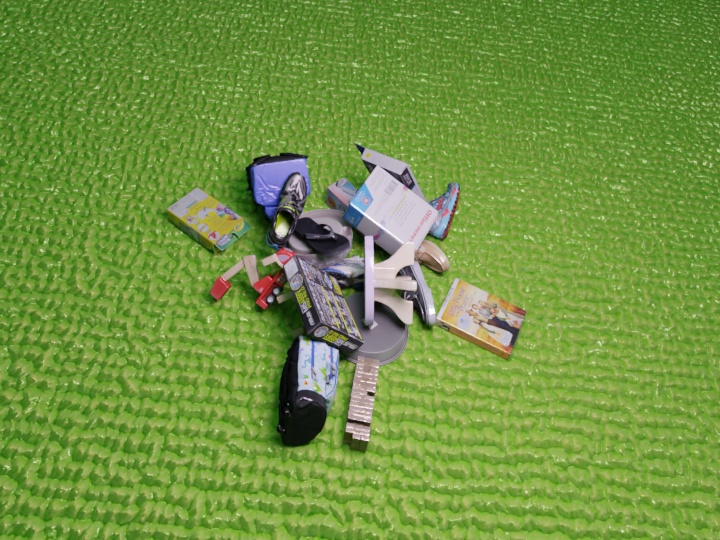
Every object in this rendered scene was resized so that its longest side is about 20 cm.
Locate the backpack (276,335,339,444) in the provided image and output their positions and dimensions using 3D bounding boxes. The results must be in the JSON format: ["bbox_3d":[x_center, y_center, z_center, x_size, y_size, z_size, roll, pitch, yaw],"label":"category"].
[{"bbox_3d":[-0.111,0.237,1.355,0.150,0.165,0.202,0,44,-20],"label":"backpack"}]

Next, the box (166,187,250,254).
[{"bbox_3d":[-0.390,-0.125,1.658,0.198,0.049,0.117,33,54,20],"label":"box"}]

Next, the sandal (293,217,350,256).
[{"bbox_3d":[-0.104,-0.088,1.546,0.076,0.044,0.198,-34,42,-28],"label":"sandal"}]

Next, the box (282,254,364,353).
[{"bbox_3d":[-0.083,0.076,1.433,0.044,0.159,0.202,-38,51,16],"label":"box"}]

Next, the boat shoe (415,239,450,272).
[{"bbox_3d":[0.144,-0.046,1.669,0.199,0.072,0.064,34,59,30],"label":"boat shoe"}]

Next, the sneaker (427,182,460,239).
[{"bbox_3d":[0.219,-0.181,1.778,0.094,0.080,0.202,17,51,8],"label":"sneaker"}]

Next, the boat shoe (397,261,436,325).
[{"bbox_3d":[0.133,0.061,1.586,0.069,0.073,0.202,-12,44,-7],"label":"boat shoe"}]

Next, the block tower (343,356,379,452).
[{"bbox_3d":[0.003,0.282,1.389,0.053,0.058,0.203,10,50,-1],"label":"block tower"}]

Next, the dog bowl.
[{"bbox_3d":[-0.110,-0.076,1.619,0.195,0.060,0.202,-8,36,6],"label":"dog bowl"}]

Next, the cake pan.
[{"bbox_3d":[0.021,0.131,1.524,0.195,0.037,0.203,4,52,-5],"label":"cake pan"}]

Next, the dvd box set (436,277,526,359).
[{"bbox_3d":[0.298,0.115,1.584,0.197,0.030,0.147,26,52,11],"label":"dvd box set"}]

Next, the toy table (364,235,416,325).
[{"bbox_3d":[0.065,0.025,1.474,0.114,0.205,0.184,1,15,-1],"label":"toy table"}]

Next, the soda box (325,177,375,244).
[{"bbox_3d":[-0.008,-0.160,1.735,0.068,0.064,0.200,-32,63,-29],"label":"soda box"}]

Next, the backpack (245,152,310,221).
[{"bbox_3d":[-0.224,-0.223,1.687,0.159,0.172,0.200,-5,15,-15],"label":"backpack"}]

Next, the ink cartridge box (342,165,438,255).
[{"bbox_3d":[0.076,-0.138,1.602,0.198,0.085,0.145,36,62,0],"label":"ink cartridge box"}]

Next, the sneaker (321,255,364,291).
[{"bbox_3d":[0.000,0.000,1.603,0.195,0.078,0.086,11,46,-1],"label":"sneaker"}]

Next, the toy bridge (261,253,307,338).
[{"bbox_3d":[-0.162,0.056,1.483,0.066,0.027,0.204,-22,94,-2],"label":"toy bridge"}]

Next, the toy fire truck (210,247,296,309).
[{"bbox_3d":[-0.245,0.013,1.517,0.140,0.049,0.201,38,93,-3],"label":"toy fire truck"}]

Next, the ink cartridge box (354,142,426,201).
[{"bbox_3d":[0.078,-0.236,1.711,0.198,0.198,0.047,28,74,39],"label":"ink cartridge box"}]

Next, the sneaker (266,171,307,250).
[{"bbox_3d":[-0.170,-0.146,1.554,0.070,0.082,0.203,23,71,-17],"label":"sneaker"}]
